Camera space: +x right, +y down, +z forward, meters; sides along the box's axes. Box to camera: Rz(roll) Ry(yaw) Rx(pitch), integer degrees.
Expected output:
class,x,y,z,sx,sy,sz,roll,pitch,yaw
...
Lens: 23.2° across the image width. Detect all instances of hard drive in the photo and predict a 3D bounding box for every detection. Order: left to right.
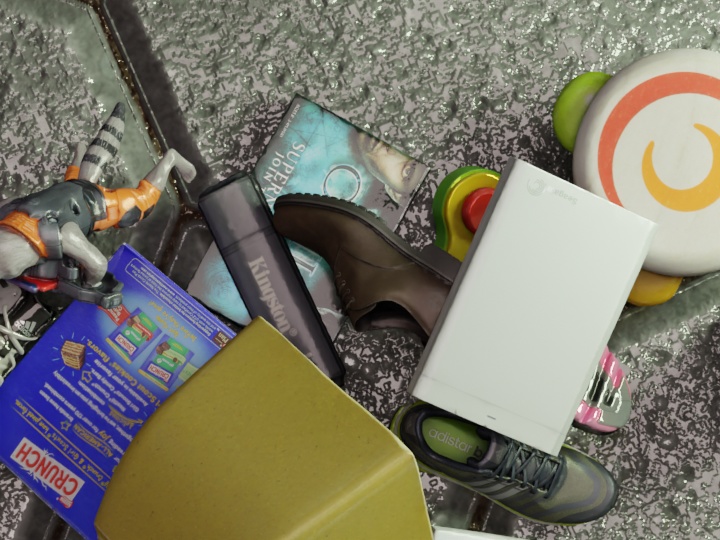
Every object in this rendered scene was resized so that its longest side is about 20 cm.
class,x,y,z,sx,sy,sz,roll,pitch,yaw
hard drive,0.136,0.029,1.375,0.132,0.026,0.201,23,92,-14

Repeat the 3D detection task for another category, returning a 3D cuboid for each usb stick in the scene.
class,x,y,z,sx,sy,sz,roll,pitch,yaw
usb stick,-0.074,0.014,1.467,0.055,0.033,0.201,-25,85,-5

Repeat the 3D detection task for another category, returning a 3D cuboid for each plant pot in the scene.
class,x,y,z,sx,sy,sz,roll,pitch,yaw
plant pot,-0.080,0.198,1.322,0.200,0.195,0.195,-36,50,-20

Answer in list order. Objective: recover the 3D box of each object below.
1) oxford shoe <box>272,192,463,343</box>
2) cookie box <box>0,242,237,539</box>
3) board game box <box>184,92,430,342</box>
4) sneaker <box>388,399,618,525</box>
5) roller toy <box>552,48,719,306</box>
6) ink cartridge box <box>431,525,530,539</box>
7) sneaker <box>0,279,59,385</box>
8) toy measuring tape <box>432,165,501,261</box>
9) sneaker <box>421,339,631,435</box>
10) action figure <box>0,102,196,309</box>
class,x,y,z,sx,sy,sz,roll,pitch,yaw
oxford shoe,0.000,0.000,1.418,0.200,0.073,0.085,29,74,25
cookie box,-0.193,0.109,1.436,0.171,0.075,0.200,38,82,21
board game box,-0.045,-0.033,1.504,0.135,0.028,0.200,28,83,2
sneaker,0.119,0.162,1.458,0.199,0.081,0.074,17,83,0
roller toy,0.269,-0.084,1.464,0.182,0.140,0.201,-19,86,7
ink cartridge box,0.107,0.316,1.421,0.162,0.050,0.201,12,76,-25
sneaker,-0.304,0.068,1.395,0.115,0.201,0.076,-34,122,20
toy measuring tape,0.064,-0.036,1.481,0.200,0.074,0.074,-28,85,-10
sneaker,0.133,0.080,1.464,0.200,0.095,0.079,32,59,11
action figure,-0.257,-0.054,1.422,0.199,0.105,0.194,17,38,21
